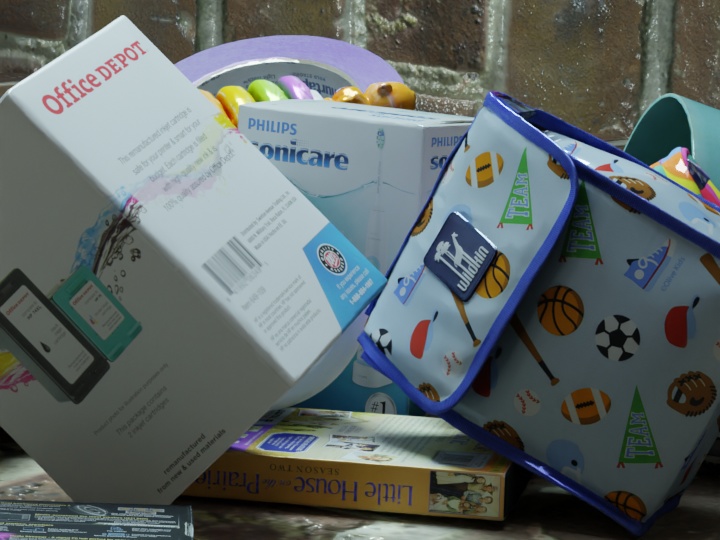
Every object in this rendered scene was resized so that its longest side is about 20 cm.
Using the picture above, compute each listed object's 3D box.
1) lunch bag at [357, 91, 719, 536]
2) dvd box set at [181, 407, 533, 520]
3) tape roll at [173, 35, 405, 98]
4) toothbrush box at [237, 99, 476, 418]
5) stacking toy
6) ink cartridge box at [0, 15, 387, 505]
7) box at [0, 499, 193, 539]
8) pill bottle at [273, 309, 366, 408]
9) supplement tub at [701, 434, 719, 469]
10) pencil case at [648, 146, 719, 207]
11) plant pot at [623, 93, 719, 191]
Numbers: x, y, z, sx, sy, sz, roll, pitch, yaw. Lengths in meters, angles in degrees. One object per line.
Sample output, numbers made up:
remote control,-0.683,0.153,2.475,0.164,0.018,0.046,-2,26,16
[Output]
lunch bag,0.114,0.020,1.534,0.200,0.170,0.124,32,14,14
dvd box set,-0.007,0.105,1.585,0.200,0.029,0.146,4,8,10
tape roll,-0.063,-0.086,1.986,0.200,0.066,0.200,-5,36,3
toothbrush box,0.000,0.000,1.733,0.146,0.200,0.085,8,10,37
stacking toy,-0.057,-0.085,1.832,0.200,0.116,0.110,-20,58,-13
ink cartridge box,-0.122,0.002,1.442,0.200,0.146,0.147,46,29,-1
box,-0.173,0.138,1.251,0.200,0.044,0.160,2,8,-5
pill bottle,-0.087,-0.005,1.650,0.112,0.113,0.200,-2,22,-32
supplement tub,0.203,0.055,1.689,0.200,0.123,0.122,8,10,34
pencil case,0.130,0.007,1.628,0.200,0.088,0.088,-31,1,12
plant pot,0.263,-0.005,1.925,0.161,0.201,0.201,13,6,-11
